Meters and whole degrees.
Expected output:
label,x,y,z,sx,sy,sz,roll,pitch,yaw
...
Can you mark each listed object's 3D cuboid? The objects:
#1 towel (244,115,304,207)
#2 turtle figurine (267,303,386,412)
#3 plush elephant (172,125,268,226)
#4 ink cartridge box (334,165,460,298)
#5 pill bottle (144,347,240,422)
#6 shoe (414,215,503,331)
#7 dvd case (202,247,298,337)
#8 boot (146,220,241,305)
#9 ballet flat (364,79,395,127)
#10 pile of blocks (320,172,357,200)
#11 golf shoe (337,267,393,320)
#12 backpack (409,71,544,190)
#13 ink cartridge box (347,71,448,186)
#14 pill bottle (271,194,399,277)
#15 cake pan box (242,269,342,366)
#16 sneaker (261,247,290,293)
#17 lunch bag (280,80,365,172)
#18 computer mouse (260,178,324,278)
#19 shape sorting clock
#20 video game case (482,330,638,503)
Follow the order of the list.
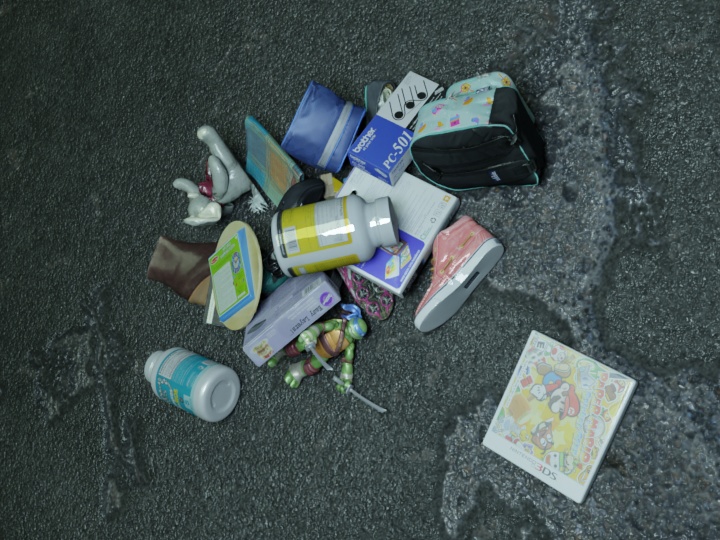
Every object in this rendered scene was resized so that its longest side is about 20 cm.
label,x,y,z,sx,sy,sz,roll,pitch,yaw
towel,-0.172,-0.194,1.650,0.200,0.021,0.148,50,149,31
turtle figurine,-0.076,0.165,1.486,0.192,0.143,0.203,-22,65,34
plush elephant,-0.300,-0.163,1.692,0.154,0.165,0.201,-35,92,0
ink cartridge box,0.040,-0.082,1.458,0.198,0.043,0.200,29,79,20
pill bottle,-0.342,0.220,1.673,0.198,0.110,0.113,15,88,36
shoe,0.146,0.004,1.417,0.201,0.071,0.091,-49,57,9
dvd case,-0.202,0.043,1.632,0.197,0.016,0.151,8,84,12
boot,-0.336,-0.036,1.709,0.165,0.072,0.202,26,103,3
ballet flat,0.041,-0.260,1.544,0.072,0.073,0.203,-8,73,32
pile of blocks,0.011,-0.118,1.542,0.200,0.062,0.082,42,91,25
golf shoe,0.000,0.000,1.521,0.072,0.092,0.202,-26,80,-10
backpack,0.185,-0.219,1.375,0.198,0.176,0.155,-11,57,31
ink cartridge box,0.072,-0.251,1.476,0.093,0.044,0.201,29,71,23
pill bottle,-0.040,-0.062,1.388,0.197,0.112,0.114,-12,72,10
cake pan box,-0.122,0.063,1.508,0.199,0.052,0.184,-40,17,6
sneaker,-0.134,-0.042,1.580,0.071,0.080,0.200,44,92,17
lunch bag,-0.062,-0.256,1.547,0.131,0.200,0.137,27,97,-8
computer mouse,-0.126,-0.083,1.508,0.201,0.046,0.140,-53,35,-1
shape sorting clock,-0.229,0.009,1.563,0.199,0.039,0.204,5,96,55
video game case,0.302,0.220,1.289,0.181,0.023,0.202,27,95,35
